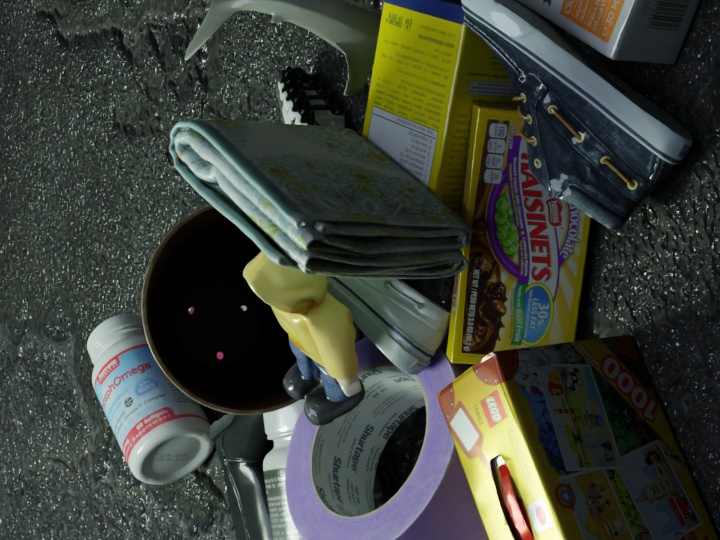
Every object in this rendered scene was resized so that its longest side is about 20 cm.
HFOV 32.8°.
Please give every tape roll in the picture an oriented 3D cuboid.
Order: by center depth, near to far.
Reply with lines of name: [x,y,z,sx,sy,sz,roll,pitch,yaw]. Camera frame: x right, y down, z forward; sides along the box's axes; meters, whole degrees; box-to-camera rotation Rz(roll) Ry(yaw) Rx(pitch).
tape roll: [0.033,0.158,1.042,0.199,0.085,0.202,-27,48,34]

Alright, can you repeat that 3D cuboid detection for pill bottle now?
pill bottle: [-0.033,0.223,1.180,0.113,0.113,0.203,-20,77,52]
pill bottle: [-0.262,0.152,1.490,0.201,0.108,0.109,55,133,35]

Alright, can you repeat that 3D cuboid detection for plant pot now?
plant pot: [-0.123,0.042,1.161,0.200,0.184,0.190,156,108,-74]

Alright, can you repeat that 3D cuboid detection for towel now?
towel: [-0.031,-0.057,0.921,0.200,0.170,0.049,44,122,43]

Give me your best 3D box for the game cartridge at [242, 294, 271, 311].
game cartridge: [-0.095,-0.010,1.252,0.134,0.041,0.201,51,147,21]

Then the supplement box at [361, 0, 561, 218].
supplement box: [0.076,-0.122,1.006,0.108,0.108,0.203,30,116,48]

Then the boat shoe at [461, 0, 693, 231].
boat shoe: [0.136,-0.118,0.889,0.200,0.071,0.091,40,112,8]

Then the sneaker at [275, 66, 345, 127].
sneaker: [-0.046,-0.110,1.208,0.091,0.066,0.201,-53,54,38]

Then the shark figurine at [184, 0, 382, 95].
shark figurine: [-0.031,-0.194,1.044,0.128,0.212,0.091,-16,68,58]

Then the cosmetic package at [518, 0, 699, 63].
cosmetic package: [0.163,-0.241,0.910,0.200,0.071,0.102,45,127,43]

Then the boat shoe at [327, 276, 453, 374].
boat shoe: [0.000,0.000,1.027,0.200,0.073,0.067,43,99,20]

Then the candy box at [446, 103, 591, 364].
candy box: [0.128,-0.024,0.955,0.026,0.101,0.203,-120,34,-75]

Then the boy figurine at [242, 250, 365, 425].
boy figurine: [-0.041,0.047,0.970,0.125,0.064,0.201,49,166,31]

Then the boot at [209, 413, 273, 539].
boot: [-0.096,0.242,1.306,0.165,0.065,0.202,-44,55,56]

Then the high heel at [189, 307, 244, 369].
high heel: [-0.155,0.091,1.351,0.097,0.067,0.200,-65,32,21]

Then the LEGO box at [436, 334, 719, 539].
LEGO box: [0.162,0.158,0.880,0.077,0.147,0.202,-43,60,46]
